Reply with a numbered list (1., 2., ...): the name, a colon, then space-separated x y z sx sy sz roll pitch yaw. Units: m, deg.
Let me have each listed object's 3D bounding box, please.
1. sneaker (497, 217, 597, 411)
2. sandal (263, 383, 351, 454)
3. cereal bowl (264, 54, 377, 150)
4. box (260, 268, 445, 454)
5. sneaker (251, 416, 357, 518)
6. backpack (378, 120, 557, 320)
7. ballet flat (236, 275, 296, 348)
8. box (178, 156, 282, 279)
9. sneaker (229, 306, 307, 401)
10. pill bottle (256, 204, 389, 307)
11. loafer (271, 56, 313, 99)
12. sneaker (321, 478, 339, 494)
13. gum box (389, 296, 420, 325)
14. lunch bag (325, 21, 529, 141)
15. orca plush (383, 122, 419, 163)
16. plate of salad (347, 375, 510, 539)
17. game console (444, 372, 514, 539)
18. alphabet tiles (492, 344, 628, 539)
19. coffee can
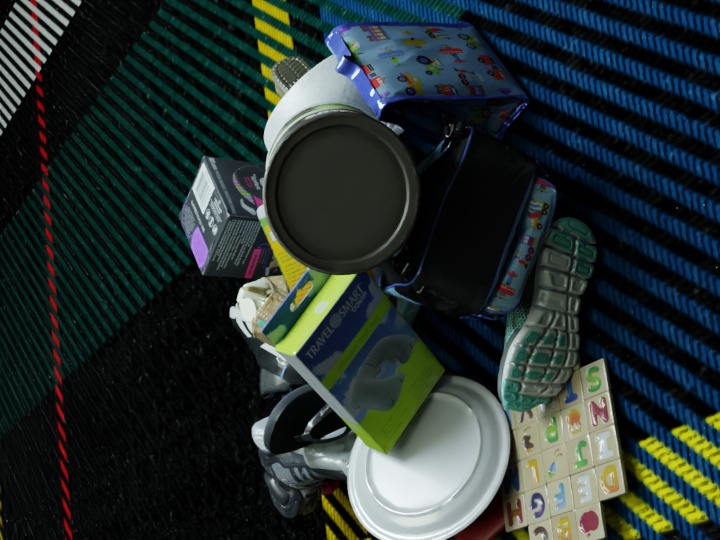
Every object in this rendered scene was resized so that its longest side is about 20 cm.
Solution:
1. sneaker: 0.181 0.043 1.144 0.091 0.076 0.203 -155 83 -71
2. sandal: -0.023 0.164 1.320 0.043 0.198 0.077 42 146 50
3. cereal bowl: -0.016 -0.181 1.365 0.084 0.199 0.201 53 132 17
4. box: -0.003 0.086 1.189 0.047 0.200 0.123 12 59 52
5. sneaker: -0.053 0.252 1.383 0.198 0.075 0.116 11 114 44
6. backpack: 0.097 -0.039 1.162 0.200 0.133 0.185 158 135 -77
7. ballet flat: -0.116 0.040 1.352 0.200 0.064 0.072 -144 73 -74
8. box: -0.124 -0.066 1.495 0.107 0.197 0.123 -60 42 33
9. sneaker: -0.127 0.112 1.484 0.199 0.072 0.114 10 93 59
10. pill bottle: -0.031 0.000 1.271 0.110 0.110 0.203 -20 94 54
11. loafer: -0.055 -0.210 1.528 0.201 0.075 0.068 60 172 29
12. sneaker: -0.032 0.195 1.453 0.074 0.080 0.203 30 115 24
13. gum box: 0.000 0.000 1.352 0.169 0.044 0.202 39 130 23
14. lunch bag: 0.061 -0.212 1.229 0.095 0.197 0.152 -60 41 32
15. orca plush: 0.049 -0.102 1.346 0.104 0.071 0.203 14 124 40
16. plate of salad: 0.076 0.208 1.218 0.197 0.048 0.202 -19 48 22
17. game console: 0.106 0.255 1.276 0.174 0.117 0.201 82 162 -44
18. alphabet tiles: 0.196 0.179 1.128 0.166 0.006 0.203 -32 54 46
19. coffee can: -0.024 -0.087 1.103 0.200 0.144 0.149 -113 33 -78
